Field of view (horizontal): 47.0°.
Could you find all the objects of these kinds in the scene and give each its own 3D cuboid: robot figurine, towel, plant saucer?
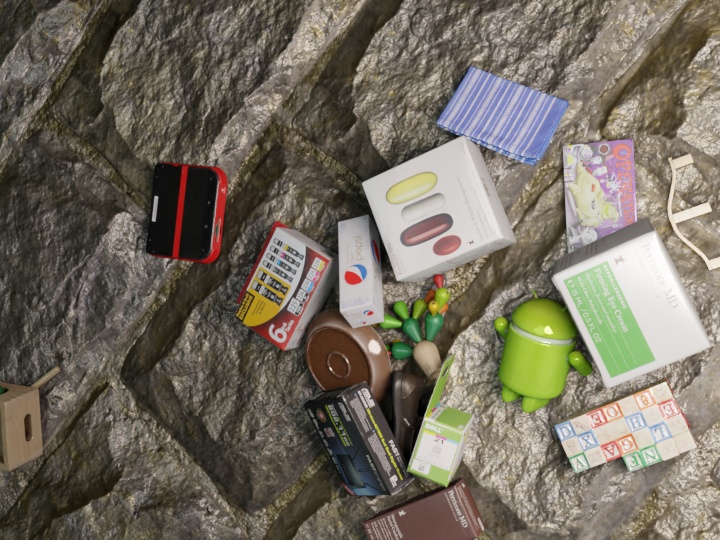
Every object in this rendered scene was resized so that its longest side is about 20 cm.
[{"bbox_3d":[0.302,0.137,1.409,0.175,0.115,0.201,25,113,40],"label":"robot figurine"},{"bbox_3d":[0.252,-0.278,1.465,0.199,0.024,0.145,25,72,19],"label":"towel"},{"bbox_3d":[-0.033,0.171,1.548,0.200,0.034,0.201,15,117,33],"label":"plant saucer"}]

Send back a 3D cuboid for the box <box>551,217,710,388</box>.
[{"bbox_3d":[0.426,0.046,1.316,0.171,0.200,0.200,-26,91,18],"label":"box"}]

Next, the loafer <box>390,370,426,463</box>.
[{"bbox_3d":[0.092,0.277,1.505,0.071,0.073,0.201,-2,112,0],"label":"loafer"}]

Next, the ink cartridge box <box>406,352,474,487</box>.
[{"bbox_3d":[0.158,0.257,1.454,0.075,0.148,0.201,19,96,14],"label":"ink cartridge box"}]

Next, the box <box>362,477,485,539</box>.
[{"bbox_3d":[0.115,0.466,1.511,0.199,0.075,0.101,-28,79,17],"label":"box"}]

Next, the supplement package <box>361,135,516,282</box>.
[{"bbox_3d":[0.141,-0.102,1.469,0.199,0.147,0.192,-23,81,18],"label":"supplement package"}]

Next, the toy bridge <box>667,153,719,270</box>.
[{"bbox_3d":[0.548,-0.095,1.377,0.067,0.027,0.201,-21,82,21],"label":"toy bridge"}]

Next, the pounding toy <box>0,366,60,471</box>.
[{"bbox_3d":[-0.781,0.316,1.837,0.183,0.142,0.201,5,102,21],"label":"pounding toy"}]

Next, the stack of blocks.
[{"bbox_3d":[0.445,0.275,1.394,0.199,0.059,0.116,-26,81,19],"label":"stack of blocks"}]

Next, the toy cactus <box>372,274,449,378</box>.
[{"bbox_3d":[0.100,0.116,1.496,0.200,0.102,0.165,-38,58,18],"label":"toy cactus"}]

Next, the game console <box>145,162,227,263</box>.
[{"bbox_3d":[-0.364,-0.121,1.729,0.176,0.031,0.201,7,91,26],"label":"game console"}]

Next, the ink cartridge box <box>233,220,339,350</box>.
[{"bbox_3d":[-0.156,0.025,1.614,0.175,0.084,0.201,30,100,19],"label":"ink cartridge box"}]

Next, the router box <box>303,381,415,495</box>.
[{"bbox_3d":[-0.005,0.309,1.502,0.150,0.062,0.201,-24,94,55],"label":"router box"}]

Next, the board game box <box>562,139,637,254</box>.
[{"bbox_3d":[0.414,-0.121,1.430,0.119,0.032,0.201,-3,88,17],"label":"board game box"}]

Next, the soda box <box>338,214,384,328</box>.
[{"bbox_3d":[0.000,0.000,1.514,0.063,0.068,0.201,-13,54,16],"label":"soda box"}]
